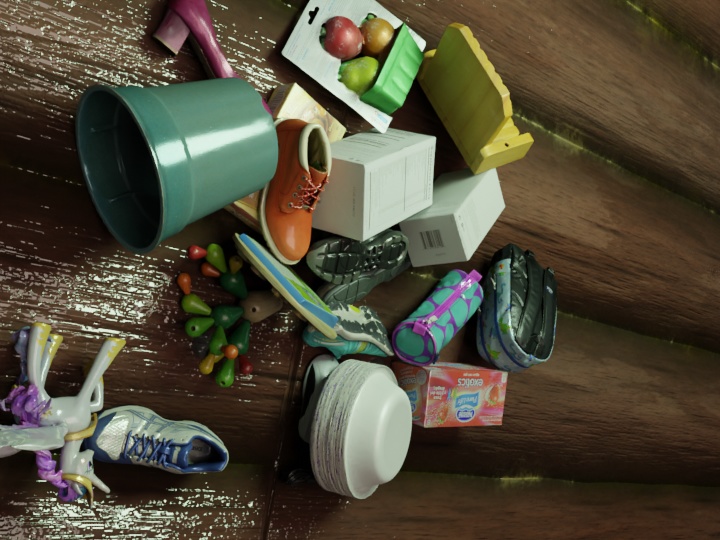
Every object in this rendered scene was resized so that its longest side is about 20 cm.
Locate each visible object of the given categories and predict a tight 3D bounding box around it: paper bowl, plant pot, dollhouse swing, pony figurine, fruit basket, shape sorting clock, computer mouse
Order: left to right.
[{"bbox_3d":[-0.374,0.171,0.958,0.191,0.165,0.205,18,66,-42],"label":"pony figurine"},{"bbox_3d":[-0.219,-0.149,1.013,0.194,0.198,0.205,-25,109,-38],"label":"plant pot"},{"bbox_3d":[-0.106,0.024,1.122,0.039,0.200,0.199,-46,124,3],"label":"shape sorting clock"},{"bbox_3d":[-0.062,0.235,1.268,0.108,0.043,0.205,9,89,-38],"label":"computer mouse"},{"bbox_3d":[-0.007,-0.337,1.244,0.198,0.093,0.188,30,67,-15],"label":"fruit basket"},{"bbox_3d":[0.011,0.246,1.246,0.200,0.102,0.206,7,90,-66],"label":"paper bowl"},{"bbox_3d":[0.209,-0.296,1.306,0.179,0.176,0.203,-21,75,-34],"label":"dollhouse swing"}]

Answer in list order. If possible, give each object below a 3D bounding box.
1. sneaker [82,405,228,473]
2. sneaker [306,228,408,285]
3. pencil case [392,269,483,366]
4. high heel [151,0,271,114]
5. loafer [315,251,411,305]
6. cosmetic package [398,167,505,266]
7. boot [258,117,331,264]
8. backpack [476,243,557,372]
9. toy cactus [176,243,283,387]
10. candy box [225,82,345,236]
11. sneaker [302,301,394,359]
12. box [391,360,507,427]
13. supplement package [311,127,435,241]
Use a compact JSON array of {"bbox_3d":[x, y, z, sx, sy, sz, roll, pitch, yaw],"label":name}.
[{"bbox_3d":[-0.265,0.228,1.076,0.197,0.087,0.077,12,89,-37],"label":"sneaker"},{"bbox_3d":[-0.016,-0.030,1.220,0.198,0.079,0.077,-8,121,-47],"label":"sneaker"},{"bbox_3d":[0.133,0.077,1.357,0.085,0.093,0.200,37,42,9],"label":"pencil case"},{"bbox_3d":[-0.181,-0.294,1.104,0.199,0.067,0.097,37,82,-31],"label":"high heel"},{"bbox_3d":[0.000,0.000,1.296,0.198,0.063,0.073,-28,151,-32],"label":"loafer"},{"bbox_3d":[0.154,-0.094,1.334,0.200,0.106,0.086,-45,122,-49],"label":"cosmetic package"},{"bbox_3d":[-0.085,-0.106,1.109,0.074,0.106,0.205,-10,103,-40],"label":"boot"},{"bbox_3d":[0.284,0.085,1.468,0.162,0.153,0.203,34,36,-32],"label":"backpack"},{"bbox_3d":[-0.173,0.056,1.142,0.163,0.101,0.205,-16,96,-46],"label":"toy cactus"},{"bbox_3d":[-0.112,-0.154,1.183,0.115,0.055,0.203,35,73,-35],"label":"candy box"},{"bbox_3d":[-0.016,0.101,1.283,0.198,0.079,0.079,24,35,-50],"label":"sneaker"},{"bbox_3d":[0.151,0.212,1.403,0.197,0.102,0.097,7,90,-40],"label":"box"},{"bbox_3d":[0.017,-0.135,1.213,0.199,0.108,0.116,-29,127,-50],"label":"supplement package"}]
